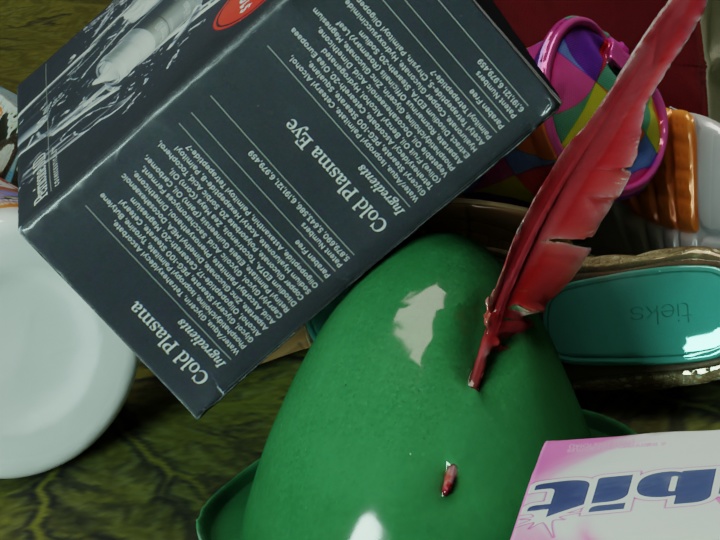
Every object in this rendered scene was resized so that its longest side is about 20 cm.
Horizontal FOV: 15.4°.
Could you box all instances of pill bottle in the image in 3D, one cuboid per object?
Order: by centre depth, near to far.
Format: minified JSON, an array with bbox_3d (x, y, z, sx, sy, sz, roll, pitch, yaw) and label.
[{"bbox_3d":[-0.178,0.011,1.146,0.112,0.113,0.200,-16,19,-22],"label":"pill bottle"}]

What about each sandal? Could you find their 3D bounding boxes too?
[{"bbox_3d":[0.127,-0.042,1.212,0.059,0.080,0.206,-4,15,-38],"label":"sandal"}]

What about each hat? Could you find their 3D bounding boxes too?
[{"bbox_3d":[0.020,-0.001,0.972,0.165,0.177,0.200,7,23,39],"label":"hat"}]

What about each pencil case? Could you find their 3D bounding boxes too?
[{"bbox_3d":[0.047,-0.054,1.198,0.088,0.089,0.199,-24,7,-40],"label":"pencil case"}]

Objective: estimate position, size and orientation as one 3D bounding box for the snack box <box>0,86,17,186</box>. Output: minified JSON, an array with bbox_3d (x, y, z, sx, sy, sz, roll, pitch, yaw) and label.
[{"bbox_3d":[-0.126,-0.039,1.300,0.116,0.037,0.200,28,2,-25],"label":"snack box"}]

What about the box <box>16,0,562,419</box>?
[{"bbox_3d":[-0.037,-0.069,1.046,0.182,0.104,0.200,-41,19,7],"label":"box"}]

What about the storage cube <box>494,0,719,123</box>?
[{"bbox_3d":[0.153,-0.128,1.323,0.199,0.172,0.179,-23,24,-40],"label":"storage cube"}]

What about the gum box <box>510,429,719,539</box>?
[{"bbox_3d":[0.137,0.095,0.798,0.198,0.067,0.114,-5,16,14],"label":"gum box"}]

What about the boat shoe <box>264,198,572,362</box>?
[{"bbox_3d":[0.000,0.000,1.169,0.199,0.073,0.072,-11,18,16],"label":"boat shoe"}]

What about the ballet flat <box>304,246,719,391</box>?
[{"bbox_3d":[0.075,0.025,1.088,0.199,0.071,0.065,2,-6,24],"label":"ballet flat"}]
